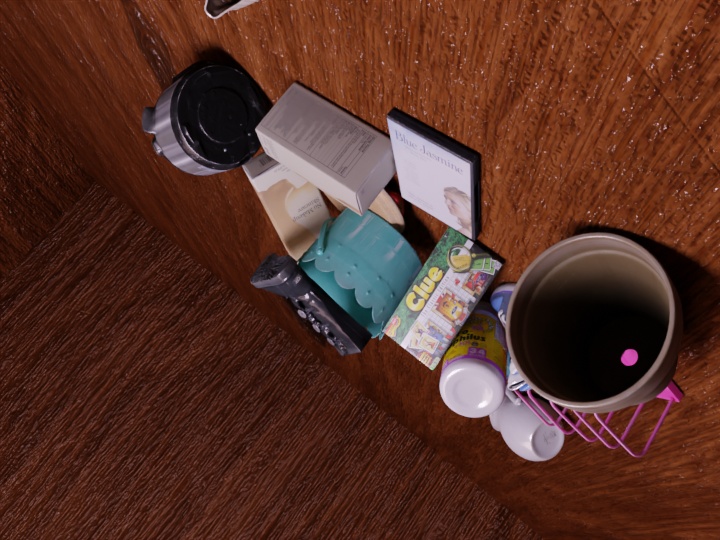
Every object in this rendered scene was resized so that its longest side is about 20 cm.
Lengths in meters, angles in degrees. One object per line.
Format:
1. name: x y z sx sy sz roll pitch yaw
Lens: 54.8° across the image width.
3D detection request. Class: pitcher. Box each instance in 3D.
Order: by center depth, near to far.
1. pitcher: 0.335 0.301 1.473 0.174 0.120 0.200 60 170 -16

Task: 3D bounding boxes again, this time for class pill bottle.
1. pill bottle: 0.188 0.135 1.133 0.101 0.201 0.107 6 121 10

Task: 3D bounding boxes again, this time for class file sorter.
1. file sorter: 0.346 0.179 1.054 0.139 0.126 0.199 44 164 -19

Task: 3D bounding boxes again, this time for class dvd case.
1. dvd case: 0.106 -0.129 0.974 0.141 0.018 0.201 35 163 24

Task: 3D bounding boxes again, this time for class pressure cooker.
1. pressure cooker: -0.273 -0.256 1.212 0.177 0.179 0.199 49 160 -22

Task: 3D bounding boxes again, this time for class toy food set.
1. toy food set: -0.002 -0.132 1.164 0.198 0.049 0.199 37 165 10

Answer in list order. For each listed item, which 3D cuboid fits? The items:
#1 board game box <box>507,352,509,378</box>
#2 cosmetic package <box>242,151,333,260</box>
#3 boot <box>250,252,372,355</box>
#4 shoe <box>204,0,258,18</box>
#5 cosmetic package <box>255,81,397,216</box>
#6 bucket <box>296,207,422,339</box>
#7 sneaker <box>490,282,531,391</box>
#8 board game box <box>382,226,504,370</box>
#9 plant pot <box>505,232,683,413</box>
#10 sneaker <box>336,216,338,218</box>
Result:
1. board game box: 0.222 0.139 1.386 0.198 0.047 0.151 38 165 11
2. cosmetic package: -0.122 -0.123 1.265 0.071 0.104 0.202 51 170 52
3. boot: -0.086 0.060 1.191 0.199 0.066 0.164 42 167 -21
4. shoe: -0.151 -0.361 0.872 0.070 0.054 0.199 46 164 -23
5. cosmetic package: -0.048 -0.182 1.035 0.198 0.106 0.071 36 166 21
6. bucket: 0.000 0.000 1.179 0.205 0.136 0.208 37 164 12
7. sneaker: 0.242 0.107 1.058 0.081 0.147 0.198 48 162 -32
8. board game box: 0.127 0.043 1.087 0.104 0.203 0.023 35 -167 14
9. plant pot: 0.298 0.081 0.835 0.198 0.204 0.172 24 176 43
10. sneaker: 0.000 -0.013 1.332 0.114 0.071 0.205 -18 92 65
